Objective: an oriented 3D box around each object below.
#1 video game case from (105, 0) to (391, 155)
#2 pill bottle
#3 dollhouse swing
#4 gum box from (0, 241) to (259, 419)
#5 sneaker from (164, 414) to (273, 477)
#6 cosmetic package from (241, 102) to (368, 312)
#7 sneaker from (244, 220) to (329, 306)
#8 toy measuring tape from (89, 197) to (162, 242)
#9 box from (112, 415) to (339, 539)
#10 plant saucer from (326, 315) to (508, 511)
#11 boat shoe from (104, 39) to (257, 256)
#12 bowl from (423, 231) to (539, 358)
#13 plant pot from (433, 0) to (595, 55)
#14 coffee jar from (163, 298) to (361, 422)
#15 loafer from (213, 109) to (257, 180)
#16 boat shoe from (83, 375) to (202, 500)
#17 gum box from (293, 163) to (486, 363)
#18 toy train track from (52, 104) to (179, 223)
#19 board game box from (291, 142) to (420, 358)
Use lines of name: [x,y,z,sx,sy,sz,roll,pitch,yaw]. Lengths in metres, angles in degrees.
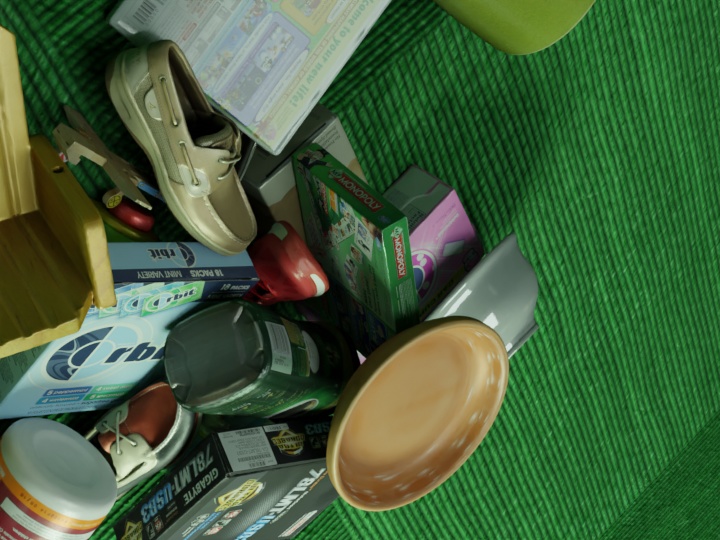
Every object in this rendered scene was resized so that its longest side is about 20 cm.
video game case: [-0.079,-0.228,1.286,0.182,0.022,0.201,37,88,-24]
pill bottle: [-0.307,0.234,1.358,0.113,0.113,0.200,17,117,-50]
dollhouse swing: [-0.296,-0.057,1.127,0.199,0.182,0.177,-18,138,-28]
gum box: [-0.208,0.051,1.332,0.169,0.045,0.200,-1,146,-46]
sneaker: [-0.132,0.118,1.504,0.200,0.079,0.131,-50,145,-22]
cosmetic package: [-0.046,-0.060,1.466,0.105,0.071,0.201,-44,140,-13]
sneaker: [-0.102,0.023,1.396,0.115,0.079,0.200,-37,-179,-15]
toy measuring tape: [-0.227,-0.034,1.296,0.199,0.073,0.074,23,100,-52]
box: [-0.099,0.202,1.453,0.197,0.050,0.200,-1,148,-41]
plant saucer: [0.046,0.122,1.398,0.199,0.037,0.202,-25,135,-28]
boat shoe: [-0.131,-0.095,1.270,0.201,0.064,0.072,58,30,-32]
bowl: [0.123,0.062,1.645,0.201,0.090,0.201,-45,175,-5]
plant pot: [0.092,-0.310,1.368,0.199,0.187,0.188,18,104,-36]
coffee jar: [-0.079,0.083,1.376,0.104,0.086,0.200,-23,162,21]
loafer: [-0.097,-0.148,1.349,0.070,0.070,0.201,9,110,-49]
boat shoe: [-0.212,0.155,1.404,0.062,0.072,0.200,1,147,-44]
gum box: [0.033,-0.001,1.596,0.200,0.066,0.114,-46,140,-12]
toy train track: [-0.194,-0.070,1.285,0.033,0.115,0.200,-44,153,8]
board game box: [0.000,0.000,1.392,0.029,0.134,0.201,-30,137,-21]
